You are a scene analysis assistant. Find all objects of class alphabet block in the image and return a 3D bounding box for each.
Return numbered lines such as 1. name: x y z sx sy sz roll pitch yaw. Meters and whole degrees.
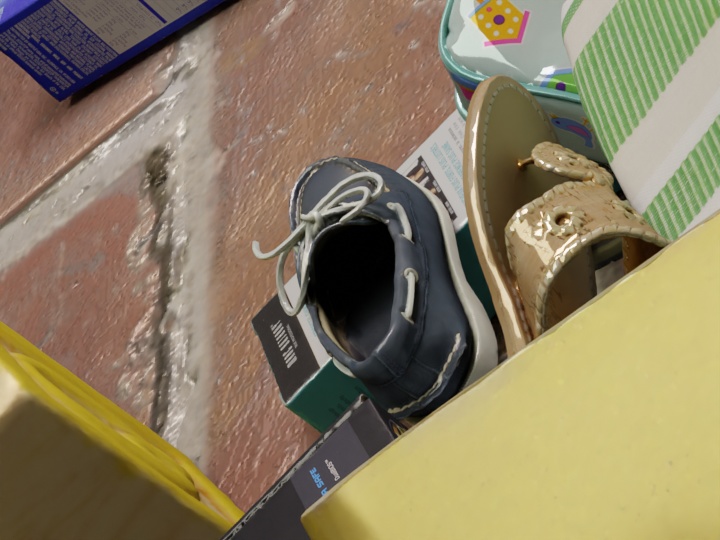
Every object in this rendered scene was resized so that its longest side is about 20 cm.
1. alphabet block: -0.174 0.146 1.302 0.200 0.195 0.196 -53 30 0

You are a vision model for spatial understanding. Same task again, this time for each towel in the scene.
1. towel: 0.146 -0.071 1.045 0.153 0.023 0.200 -54 44 34

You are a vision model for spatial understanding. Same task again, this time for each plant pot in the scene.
1. plant pot: 0.137 0.124 0.871 0.195 0.194 0.200 -36 58 20

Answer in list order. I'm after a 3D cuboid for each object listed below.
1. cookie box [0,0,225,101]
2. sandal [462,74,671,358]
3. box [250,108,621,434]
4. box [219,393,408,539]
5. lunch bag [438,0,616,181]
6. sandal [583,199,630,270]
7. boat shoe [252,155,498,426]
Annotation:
1. cookie box: -0.129 -0.224 1.779 0.200 0.075 0.172 -27 36 36
2. sandal: 0.087 0.011 1.055 0.070 0.078 0.212 -23 52 34
3. box: 0.040 -0.013 1.320 0.200 0.049 0.082 -45 29 11
4. box: -0.024 0.172 1.090 0.198 0.050 0.200 -45 30 7
5. lunch bag: 0.132 -0.129 1.234 0.160 0.077 0.200 16 67 16
6. sandal: 0.139 -0.050 1.118 0.201 0.058 0.080 -24 -4 33
7. boat shoe: 0.000 0.000 1.248 0.075 0.062 0.200 -46 32 17
